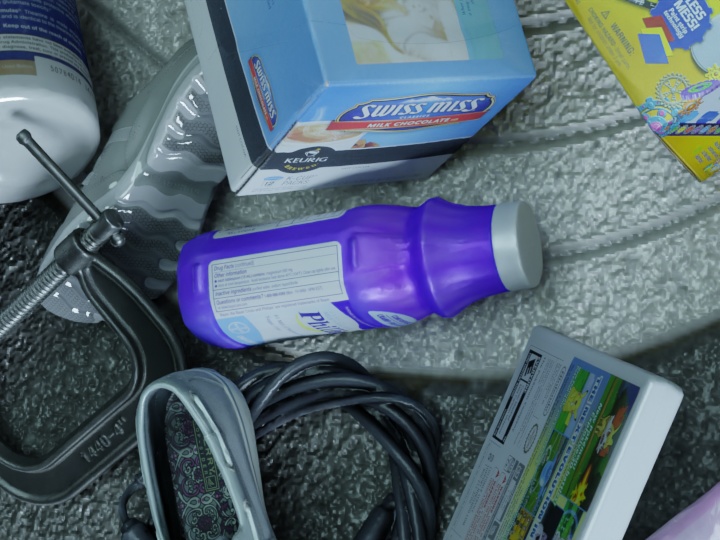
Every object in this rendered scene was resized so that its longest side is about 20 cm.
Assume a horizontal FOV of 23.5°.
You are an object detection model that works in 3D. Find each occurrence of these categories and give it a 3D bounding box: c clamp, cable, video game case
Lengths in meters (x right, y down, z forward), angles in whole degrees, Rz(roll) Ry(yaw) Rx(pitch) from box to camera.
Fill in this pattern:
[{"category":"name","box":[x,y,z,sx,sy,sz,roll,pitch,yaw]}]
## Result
[{"category":"c clamp","box":[-0.186,0.041,1.019,0.171,0.027,0.200,44,117,-1]},{"category":"cable","box":[-0.038,0.140,0.965,0.199,0.051,0.164,-33,70,15]},{"category":"video game case","box":[0.082,0.133,0.857,0.022,0.182,0.202,23,91,-12]}]

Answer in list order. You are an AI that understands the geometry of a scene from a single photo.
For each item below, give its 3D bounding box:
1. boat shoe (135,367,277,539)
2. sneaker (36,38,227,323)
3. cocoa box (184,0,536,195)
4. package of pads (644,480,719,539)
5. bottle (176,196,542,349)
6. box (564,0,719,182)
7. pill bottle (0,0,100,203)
[{"category":"boat shoe","box":[-0.080,0.151,0.922,0.069,0.071,0.203,-19,80,22]},{"category":"sneaker","box":[-0.125,-0.054,1.039,0.200,0.074,0.082,-50,31,14]},{"category":"cocoa box","box":[-0.013,-0.161,0.934,0.131,0.132,0.202,-40,60,56]},{"category":"package of pads","box":[0.177,0.183,0.850,0.200,0.076,0.121,-41,67,12]},{"category":"bottle","box":[0.000,0.000,0.954,0.198,0.083,0.066,-9,77,21]},{"category":"box","box":[0.188,-0.191,0.884,0.192,0.122,0.201,-36,69,13]},{"category":"pill bottle","box":[-0.227,-0.152,1.056,0.110,0.111,0.202,-25,59,18]}]
